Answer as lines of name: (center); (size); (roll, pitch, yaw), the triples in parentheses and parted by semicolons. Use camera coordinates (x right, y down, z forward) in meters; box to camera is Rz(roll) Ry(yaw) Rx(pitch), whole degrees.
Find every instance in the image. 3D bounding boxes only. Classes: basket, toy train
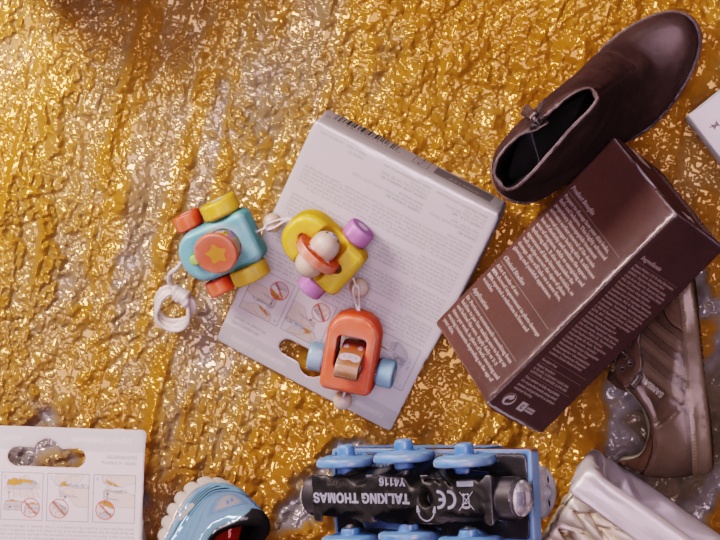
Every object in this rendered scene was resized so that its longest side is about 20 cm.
basket: (0.218, 0.243, 1.676); (0.200, 0.136, 0.124); (34, 95, 5)
toy train: (-0.063, 0.024, 1.714); (0.199, 0.056, 0.151); (16, 106, 7)
toy train: (0.054, 0.165, 1.671); (0.199, 0.114, 0.087); (-4, 90, 36)

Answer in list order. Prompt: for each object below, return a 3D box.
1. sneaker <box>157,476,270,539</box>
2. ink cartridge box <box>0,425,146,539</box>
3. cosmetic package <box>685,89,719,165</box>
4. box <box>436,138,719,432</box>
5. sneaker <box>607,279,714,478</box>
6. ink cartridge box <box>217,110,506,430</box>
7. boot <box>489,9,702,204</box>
sneaker: (-0.135, 0.251, 1.700); (0.078, 0.090, 0.201); (37, 75, -36)
ink cartridge box: (-0.245, 0.223, 1.767); (0.161, 0.050, 0.201); (1, 85, 5)
cosmetic package: (0.365, -0.083, 1.702); (0.151, 0.052, 0.200); (-37, 87, 2)
box: (0.161, 0.012, 1.675); (0.200, 0.075, 0.100); (-47, 43, 16)
sneaker: (0.221, 0.058, 1.706); (0.075, 0.070, 0.201); (-7, 86, 9)
ink cartridge box: (0.000, 0.000, 1.750); (0.160, 0.047, 0.201); (27, 109, 4)
boot: (0.178, -0.122, 1.661); (0.200, 0.166, 0.072); (-42, 87, 4)
